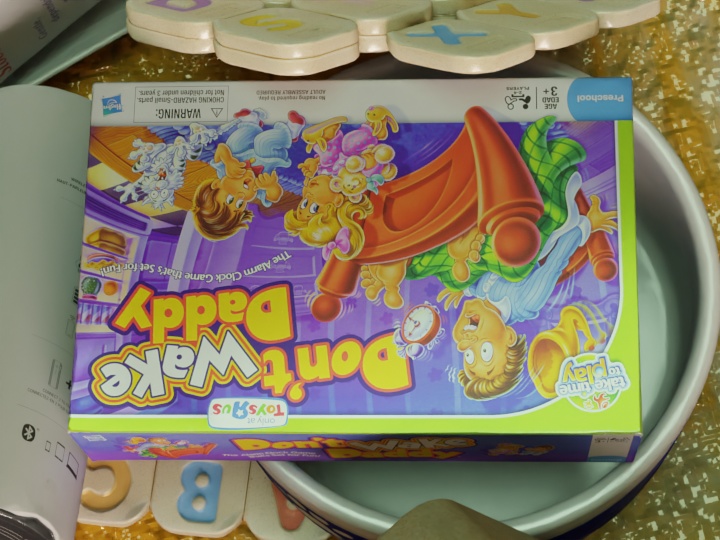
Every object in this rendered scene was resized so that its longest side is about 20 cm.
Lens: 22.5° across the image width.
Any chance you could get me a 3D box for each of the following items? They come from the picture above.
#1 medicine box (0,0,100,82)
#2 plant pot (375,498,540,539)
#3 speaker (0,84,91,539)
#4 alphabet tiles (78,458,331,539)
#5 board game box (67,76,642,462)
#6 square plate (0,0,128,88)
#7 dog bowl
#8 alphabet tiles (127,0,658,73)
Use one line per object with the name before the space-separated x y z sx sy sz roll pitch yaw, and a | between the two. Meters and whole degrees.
medicine box | -0.192 -0.184 0.778 0.200 0.103 0.182 -41 73 -9
plant pot | 0.049 0.195 0.601 0.200 0.200 0.177 -42 52 14
speaker | -0.136 0.024 0.698 0.081 0.081 0.200 -1 51 5
alphabet tiles | -0.059 0.016 0.776 0.200 0.015 0.196 5 72 6
board game box | 0.000 0.000 0.661 0.200 0.045 0.135 -1 71 4
square plate | -0.211 -0.142 0.835 0.200 0.028 0.198 -34 73 -7
dog bowl | 0.038 0.016 0.719 0.200 0.079 0.201 -1 71 3
alphabet tiles | 0.010 -0.114 0.730 0.195 0.015 0.200 18 30 40
